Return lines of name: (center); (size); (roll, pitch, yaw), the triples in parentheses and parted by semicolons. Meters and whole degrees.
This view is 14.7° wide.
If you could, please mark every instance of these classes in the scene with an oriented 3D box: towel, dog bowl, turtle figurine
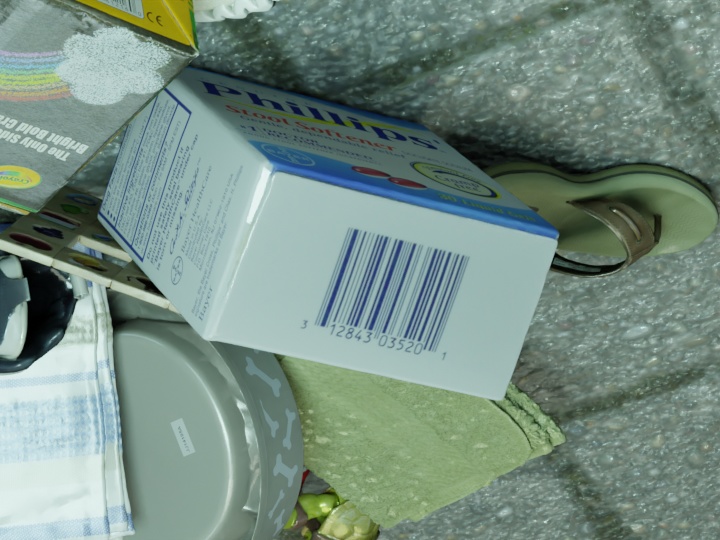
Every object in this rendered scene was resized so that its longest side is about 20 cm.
towel: (0.016, 0.085, 1.749); (0.148, 0.037, 0.200); (-31, 129, 29)
dog bowl: (-0.118, 0.102, 1.712); (0.059, 0.200, 0.200); (-21, 162, -49)
towel: (-0.217, 0.072, 1.667); (0.147, 0.200, 0.024); (-6, -176, -6)
turtle figurine: (-0.011, 0.175, 1.869); (0.200, 0.064, 0.161); (-7, 132, -47)

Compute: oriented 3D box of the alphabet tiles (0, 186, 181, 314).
alphabet tiles: (-0.092, 0.002, 1.558); (0.200, 0.167, 0.008); (20, 103, 3)

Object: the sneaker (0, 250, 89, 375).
sneaker: (-0.239, 0.027, 1.547); (0.199, 0.080, 0.130); (-3, 168, -34)

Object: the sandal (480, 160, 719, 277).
sandal: (0.133, -0.023, 1.684); (0.201, 0.057, 0.080); (1, 145, -36)

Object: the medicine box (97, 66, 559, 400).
medicine box: (-0.021, -0.025, 1.526); (0.182, 0.200, 0.103); (13, 105, -27)

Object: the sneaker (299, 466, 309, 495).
sneaker: (-0.124, 0.117, 1.836); (0.200, 0.078, 0.116); (-6, 137, -25)

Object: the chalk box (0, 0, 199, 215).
chalk box: (-0.193, -0.121, 1.440); (0.124, 0.124, 0.200); (20, 136, -36)

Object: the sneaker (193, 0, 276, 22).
sneaker: (-0.030, -0.200, 1.420); (0.200, 0.075, 0.081); (-33, 124, 26)
